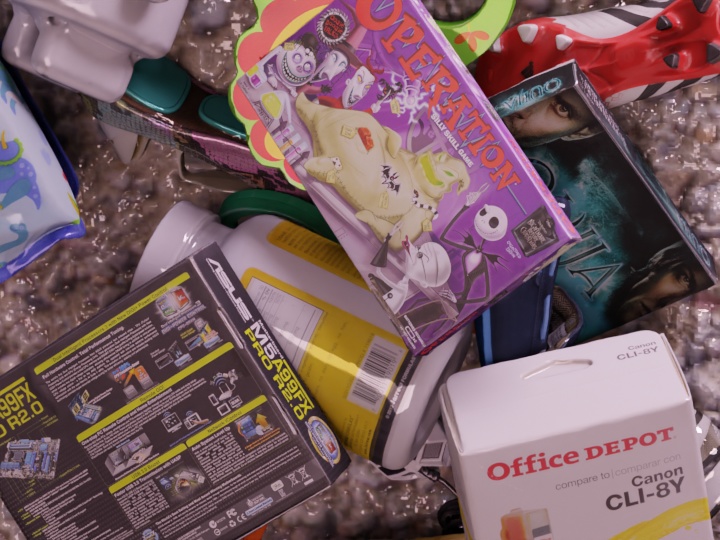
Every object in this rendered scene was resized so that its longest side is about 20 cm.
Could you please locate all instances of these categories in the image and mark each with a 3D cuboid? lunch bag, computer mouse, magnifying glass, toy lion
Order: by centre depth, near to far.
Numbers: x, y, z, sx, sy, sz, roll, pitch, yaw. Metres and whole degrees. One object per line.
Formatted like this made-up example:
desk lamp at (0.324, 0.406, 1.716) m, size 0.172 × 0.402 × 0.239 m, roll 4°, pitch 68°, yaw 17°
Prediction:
toy lion at (0.008, -0.149, 1.389) m, size 0.199 × 0.069 × 0.193 m, roll -21°, pitch 98°, yaw 9°
lunch bag at (-0.262, -0.082, 1.425) m, size 0.127 × 0.200 × 0.171 m, roll -31°, pitch 104°, yaw -9°
magnifying glass at (0.000, 0.000, 1.476) m, size 0.199 × 0.023 × 0.080 m, roll 21°, pitch 148°, yaw -6°
computer mouse at (0.030, 0.102, 1.502) m, size 0.200 × 0.044 × 0.110 m, roll 40°, pitch 143°, yaw -2°

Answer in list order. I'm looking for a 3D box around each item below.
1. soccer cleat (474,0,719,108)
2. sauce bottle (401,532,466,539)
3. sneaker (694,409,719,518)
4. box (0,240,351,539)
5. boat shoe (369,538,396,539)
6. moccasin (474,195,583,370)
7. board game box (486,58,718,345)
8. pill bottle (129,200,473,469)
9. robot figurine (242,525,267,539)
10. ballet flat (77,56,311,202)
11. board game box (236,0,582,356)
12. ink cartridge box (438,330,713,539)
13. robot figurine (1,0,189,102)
soccer cleat at (0.162, -0.130, 1.389) m, size 0.199 × 0.085 × 0.069 m, roll -12°, pitch 86°, yaw 37°
sauce bottle at (0.008, 0.213, 1.503) m, size 0.199 × 0.065 × 0.065 m, roll -10°, pitch 108°, yaw 18°
sneaker at (0.154, 0.158, 1.500) m, size 0.115 × 0.076 × 0.201 m, roll 42°, pitch 105°, yaw 4°
box at (-0.129, 0.101, 1.375) m, size 0.199 × 0.044 × 0.161 m, roll -32°, pitch 92°, yaw 22°
boat shoe at (0.071, 0.252, 1.544) m, size 0.199 × 0.068 × 0.072 m, roll 34°, pitch 114°, yaw 2°
moccasin at (0.106, 0.038, 1.395) m, size 0.068 × 0.081 × 0.201 m, roll -8°, pitch 137°, yaw -2°
board game box at (0.118, -0.033, 1.401) m, size 0.135 × 0.028 × 0.200 m, roll -24°, pitch 132°, yaw 21°
pill bottle at (-0.038, 0.034, 1.414) m, size 0.199 × 0.112 × 0.113 m, roll 26°, pitch 113°, yaw 10°
robot figurine at (-0.127, 0.125, 1.489) m, size 0.116 × 0.145 × 0.201 m, roll -5°, pitch 136°, yaw 12°
ballet flat at (-0.114, -0.092, 1.461) m, size 0.199 × 0.069 × 0.071 m, roll 24°, pitch 126°, yaw 0°
board game box at (0.026, -0.065, 1.330) m, size 0.120 × 0.032 × 0.201 m, roll -37°, pitch 77°, yaw 13°
ink cartridge box at (0.136, 0.154, 1.379) m, size 0.144 × 0.084 × 0.201 m, roll -13°, pitch 118°, yaw -1°
robot figurine at (-0.147, -0.206, 1.379) m, size 0.113 × 0.169 × 0.201 m, roll 22°, pitch 88°, yaw -42°
